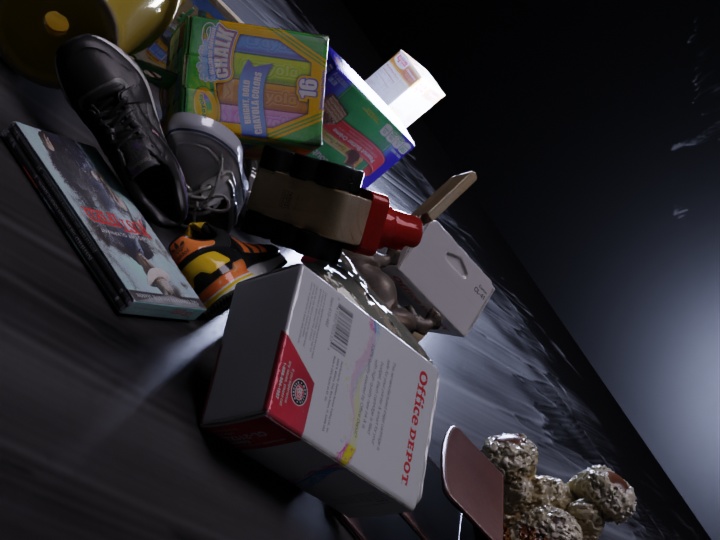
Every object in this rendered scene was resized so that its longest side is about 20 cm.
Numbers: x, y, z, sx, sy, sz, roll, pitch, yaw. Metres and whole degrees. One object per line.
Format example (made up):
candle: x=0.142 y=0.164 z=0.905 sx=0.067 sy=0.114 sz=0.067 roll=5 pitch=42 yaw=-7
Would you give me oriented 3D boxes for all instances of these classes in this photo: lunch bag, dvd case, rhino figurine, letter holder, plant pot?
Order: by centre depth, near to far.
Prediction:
dvd case: x=-0.227 y=-0.041 z=1.249 sx=0.200 sy=0.022 sz=0.146 roll=55 pitch=13 yaw=15
letter holder: x=0.058 y=0.214 z=1.363 sx=0.142 sy=0.101 sz=0.200 roll=48 pitch=12 yaw=-5
plant pot: x=-0.282 y=-0.282 z=1.389 sx=0.201 sy=0.200 sz=0.189 roll=45 pitch=27 yaw=-25
lunch bag: x=-0.030 y=0.078 z=1.404 sx=0.164 sy=0.118 sz=0.200 roll=50 pitch=18 yaw=3
rhino figurine: x=0.000 y=0.000 z=1.540 sx=0.087 sy=0.060 sz=0.200 roll=-24 pitch=75 yaw=-39

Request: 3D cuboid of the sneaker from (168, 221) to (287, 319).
sneaker: x=-0.135 y=-0.016 z=1.399 sx=0.090 sy=0.070 sz=0.200 roll=52 pitch=13 yaw=-2

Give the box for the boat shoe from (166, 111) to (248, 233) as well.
boat shoe: x=-0.163 y=-0.085 z=1.438 sx=0.202 sy=0.074 sz=0.086 roll=84 pitch=17 yaw=-69

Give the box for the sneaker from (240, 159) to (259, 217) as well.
sneaker: x=-0.130 y=-0.151 z=1.647 sx=0.078 sy=0.201 sz=0.099 roll=-1 pitch=11 yaw=-33

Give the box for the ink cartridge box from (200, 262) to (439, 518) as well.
ink cartridge box: x=-0.030 y=0.111 z=1.218 sx=0.200 sy=0.083 sz=0.146 roll=39 pitch=50 yaw=-37

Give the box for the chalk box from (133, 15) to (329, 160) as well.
chalk box: x=-0.147 y=-0.192 z=1.491 sx=0.199 sy=0.124 sz=0.124 roll=5 pitch=-6 yaw=-17

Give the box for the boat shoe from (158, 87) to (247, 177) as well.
boat shoe: x=-0.194 y=-0.160 z=1.602 sx=0.074 sy=0.076 sz=0.200 roll=18 pitch=31 yaw=-44

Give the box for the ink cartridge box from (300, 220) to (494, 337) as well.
ink cartridge box: x=0.044 y=0.003 z=1.740 sx=0.148 sy=0.086 sz=0.200 roll=44 pitch=-22 yaw=-31

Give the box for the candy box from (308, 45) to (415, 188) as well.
candy box: x=-0.062 y=-0.160 z=1.782 sx=0.169 sy=0.200 sz=0.077 roll=41 pitch=17 yaw=-36

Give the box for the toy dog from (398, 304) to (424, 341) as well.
toy dog: x=0.002 y=0.088 z=1.614 sx=0.132 sy=0.096 sz=0.200 roll=56 pitch=27 yaw=8

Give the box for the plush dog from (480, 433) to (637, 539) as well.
plush dog: x=0.210 y=0.310 z=1.633 sx=0.199 sy=0.161 sz=0.172 roll=22 pitch=31 yaw=-3

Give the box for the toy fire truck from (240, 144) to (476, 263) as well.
toy fire truck: x=0.005 y=-0.069 z=1.452 sx=0.199 sy=0.129 sz=0.176 roll=14 pitch=3 yaw=-35

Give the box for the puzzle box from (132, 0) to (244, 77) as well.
puzzle box: x=-0.226 y=-0.295 z=1.738 sx=0.200 sy=0.133 sz=0.025 roll=42 pitch=14 yaw=-35

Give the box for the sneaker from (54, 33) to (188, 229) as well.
sneaker: x=-0.214 y=-0.130 z=1.311 sx=0.200 sy=0.076 sz=0.088 roll=61 pitch=-4 yaw=-26

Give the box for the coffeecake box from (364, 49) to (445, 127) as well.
coffeecake box: x=0.042 y=-0.303 z=2.586 sx=0.073 sy=0.200 sz=0.153 roll=54 pitch=12 yaw=16
